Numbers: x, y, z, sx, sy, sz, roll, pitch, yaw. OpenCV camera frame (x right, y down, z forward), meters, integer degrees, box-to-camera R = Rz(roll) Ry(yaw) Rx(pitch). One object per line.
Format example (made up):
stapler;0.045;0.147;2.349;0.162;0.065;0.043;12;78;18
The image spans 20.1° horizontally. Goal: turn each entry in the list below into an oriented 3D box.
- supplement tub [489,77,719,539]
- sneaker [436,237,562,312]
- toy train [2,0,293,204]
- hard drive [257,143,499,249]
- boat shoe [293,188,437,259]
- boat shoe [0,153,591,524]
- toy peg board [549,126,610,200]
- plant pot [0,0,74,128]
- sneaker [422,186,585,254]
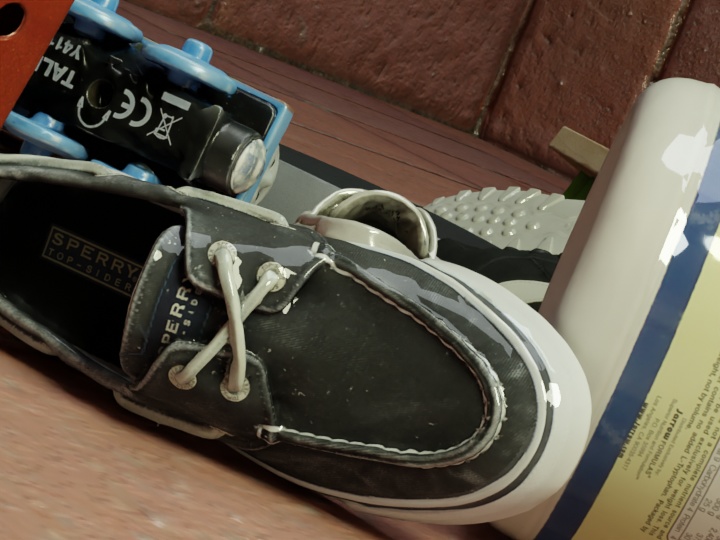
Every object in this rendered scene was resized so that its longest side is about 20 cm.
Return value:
supplement tub;0.148;0.045;0.591;0.199;0.146;0.145;23;7;3
sneaker;0.113;0.012;0.826;0.200;0.112;0.073;36;-7;47
toy train;-0.122;-0.082;0.949;0.199;0.087;0.114;25;1;18
hard drive;-0.018;-0.028;1.035;0.199;0.043;0.135;26;7;21
boat shoe;0.000;0.000;0.780;0.072;0.066;0.200;23;6;6
boat shoe;-0.036;0.012;0.544;0.199;0.072;0.068;24;4;28
toy peg board;0.198;0.013;1.339;0.199;0.098;0.200;38;5;-11
plant pot;-0.209;-0.147;0.777;0.176;0.201;0.199;43;17;33
sneaker;0.102;0.006;1.101;0.199;0.081;0.076;9;39;36
